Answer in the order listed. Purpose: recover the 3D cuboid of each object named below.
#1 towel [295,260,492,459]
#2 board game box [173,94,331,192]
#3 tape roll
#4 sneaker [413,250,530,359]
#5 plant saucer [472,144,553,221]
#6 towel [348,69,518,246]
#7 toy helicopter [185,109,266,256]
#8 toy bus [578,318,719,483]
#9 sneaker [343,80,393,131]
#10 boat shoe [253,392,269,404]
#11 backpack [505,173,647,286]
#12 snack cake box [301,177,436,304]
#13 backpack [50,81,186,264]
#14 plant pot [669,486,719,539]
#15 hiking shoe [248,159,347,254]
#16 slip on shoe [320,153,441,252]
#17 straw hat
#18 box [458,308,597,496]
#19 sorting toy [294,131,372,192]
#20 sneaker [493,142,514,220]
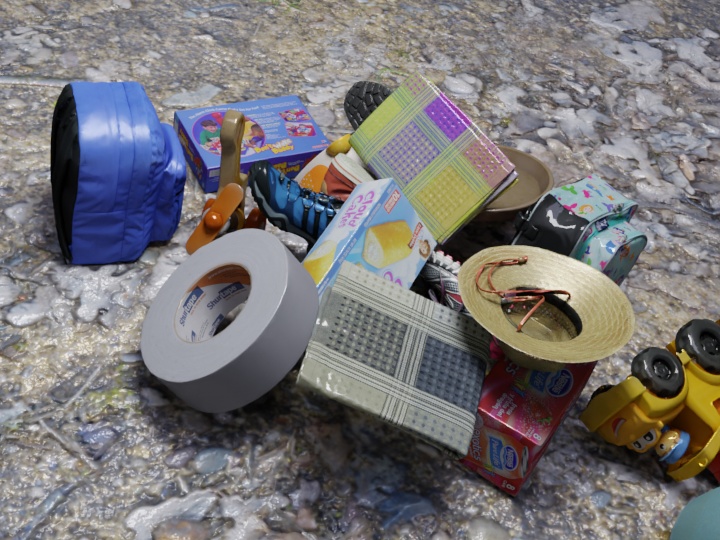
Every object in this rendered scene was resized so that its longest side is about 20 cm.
[{"bbox_3d":[0.039,0.092,1.015,0.198,0.035,0.194,25,43,-4],"label":"towel"},{"bbox_3d":[-0.157,-0.189,1.386,0.198,0.045,0.135,-13,50,-27],"label":"board game box"},{"bbox_3d":[-0.145,0.053,1.047,0.198,0.066,0.202,-21,45,22],"label":"tape roll"},{"bbox_3d":[0.122,0.036,1.219,0.199,0.081,0.075,31,75,26],"label":"sneaker"},{"bbox_3d":[0.165,-0.121,1.306,0.197,0.030,0.201,1,33,0],"label":"plant saucer"},{"bbox_3d":[0.091,-0.144,1.227,0.144,0.023,0.200,-43,75,6],"label":"towel"},{"bbox_3d":[-0.168,-0.100,1.178,0.078,0.202,0.133,14,32,8],"label":"toy helicopter"},{"bbox_3d":[0.389,0.180,1.123,0.198,0.136,0.193,-22,70,-30],"label":"toy bus"},{"bbox_3d":[0.066,-0.187,1.302,0.199,0.076,0.087,34,9,17],"label":"sneaker"},{"bbox_3d":[-0.110,0.073,1.127,0.057,0.067,0.201,31,48,-11],"label":"boat shoe"},{"bbox_3d":[0.287,-0.031,1.260,0.150,0.179,0.200,36,36,17],"label":"backpack"},{"bbox_3d":[0.000,0.000,1.147,0.067,0.115,0.201,-4,44,47],"label":"snack cake box"},{"bbox_3d":[-0.302,-0.135,1.177,0.166,0.201,0.163,-9,47,-24],"label":"backpack"},{"bbox_3d":[0.397,0.297,0.969,0.199,0.202,0.134,-27,22,-36],"label":"plant pot"},{"bbox_3d":[-0.058,-0.079,1.202,0.200,0.086,0.075,44,29,-34],"label":"hiking shoe"},{"bbox_3d":[0.030,-0.073,1.260,0.199,0.061,0.074,37,16,-17],"label":"slip on shoe"},{"bbox_3d":[0.197,0.063,1.057,0.198,0.086,0.202,5,38,-4],"label":"straw hat"},{"bbox_3d":[0.196,0.147,1.104,0.095,0.100,0.200,30,45,17],"label":"box"},{"bbox_3d":[0.040,-0.109,1.344,0.199,0.107,0.181,-28,77,-36],"label":"sorting toy"},{"bbox_3d":[0.203,-0.145,1.423,0.198,0.074,0.088,26,50,18],"label":"sneaker"}]
